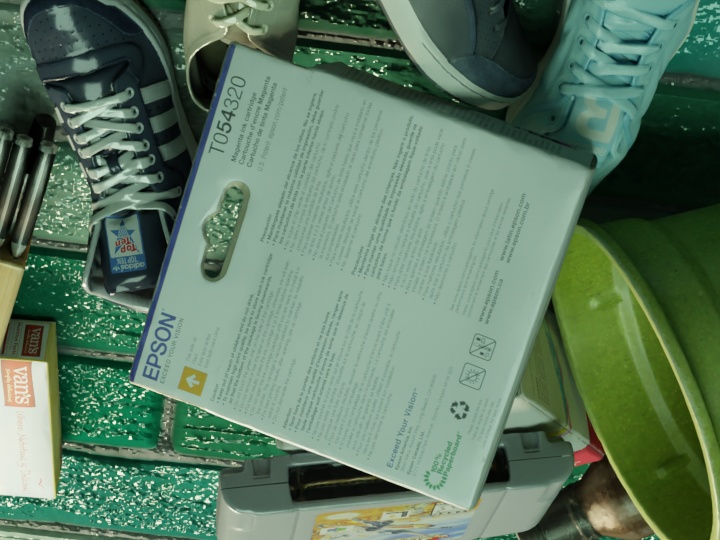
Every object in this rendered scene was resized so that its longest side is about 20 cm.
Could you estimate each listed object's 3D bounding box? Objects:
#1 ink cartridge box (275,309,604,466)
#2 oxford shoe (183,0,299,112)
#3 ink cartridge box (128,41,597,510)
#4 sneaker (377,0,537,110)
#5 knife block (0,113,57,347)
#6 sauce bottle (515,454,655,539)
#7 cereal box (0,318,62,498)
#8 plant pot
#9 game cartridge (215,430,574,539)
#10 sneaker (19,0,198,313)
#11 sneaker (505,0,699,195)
[{"bbox_3d":[0.047,0.071,1.388,0.146,0.086,0.200,-13,160,15],"label":"ink cartridge box"},{"bbox_3d":[-0.059,-0.154,1.215,0.074,0.058,0.201,7,138,0],"label":"oxford shoe"},{"bbox_3d":[0.000,0.000,1.245,0.198,0.043,0.198,21,107,5],"label":"ink cartridge box"},{"bbox_3d":[0.075,-0.167,1.173,0.145,0.077,0.203,-17,134,26],"label":"sneaker"},{"bbox_3d":[-0.217,-0.004,1.372,0.174,0.064,0.201,-20,124,18],"label":"knife block"},{"bbox_3d":[0.189,0.126,1.477,0.199,0.065,0.065,-25,132,19],"label":"sauce bottle"},{"bbox_3d":[-0.291,0.083,1.521,0.198,0.040,0.145,5,138,-2],"label":"cereal box"},{"bbox_3d":[0.228,0.034,1.305,0.183,0.201,0.201,-21,140,-11],"label":"plant pot"},{"bbox_3d":[0.016,0.132,1.368,0.198,0.042,0.133,-5,157,-6],"label":"game cartridge"},{"bbox_3d":[-0.132,-0.062,1.287,0.069,0.109,0.201,-9,138,14],"label":"sneaker"},{"bbox_3d":[0.130,-0.097,1.247,0.073,0.082,0.201,11,139,-10],"label":"sneaker"}]
